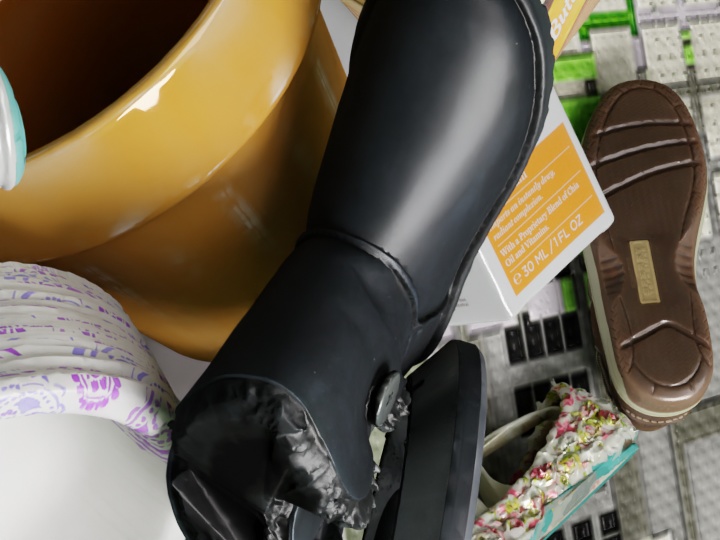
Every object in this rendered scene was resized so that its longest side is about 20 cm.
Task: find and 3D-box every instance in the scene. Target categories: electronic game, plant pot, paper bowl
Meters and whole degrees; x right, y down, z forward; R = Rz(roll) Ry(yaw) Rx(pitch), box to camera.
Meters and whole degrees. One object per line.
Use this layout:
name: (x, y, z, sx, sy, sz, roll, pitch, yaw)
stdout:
electronic game: (0.022, 0.127, 0.782, 0.042, 0.200, 0.200, 12, 74, -3)
plant pot: (-0.084, -0.062, 0.787, 0.183, 0.200, 0.200, 51, 53, -45)
paper bowl: (-0.166, 0.074, 0.698, 0.200, 0.201, 0.104, 1, 45, -42)

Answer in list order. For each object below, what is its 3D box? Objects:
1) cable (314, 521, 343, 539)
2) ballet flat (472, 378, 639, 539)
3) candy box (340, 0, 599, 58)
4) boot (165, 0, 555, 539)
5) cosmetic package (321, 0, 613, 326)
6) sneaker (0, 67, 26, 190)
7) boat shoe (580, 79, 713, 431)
cable: (-0.027, 0.128, 0.842, 0.163, 0.051, 0.200, 0, 90, -81)
ballet flat: (0.069, 0.124, 0.982, 0.064, 0.076, 0.200, 44, 47, 8)
candy box: (0.082, -0.170, 0.850, 0.200, 0.055, 0.115, -53, 148, -2)
boot: (0.000, 0.000, 0.675, 0.168, 0.076, 0.200, -58, 167, -51)
cosmetic package: (0.039, -0.082, 0.964, 0.101, 0.071, 0.200, -41, 112, -37)
sneaker: (-0.209, -0.071, 0.649, 0.091, 0.200, 0.078, -37, 142, -36)
boat shoe: (0.153, -0.006, 1.069, 0.075, 0.075, 0.203, 4, 63, 0)
